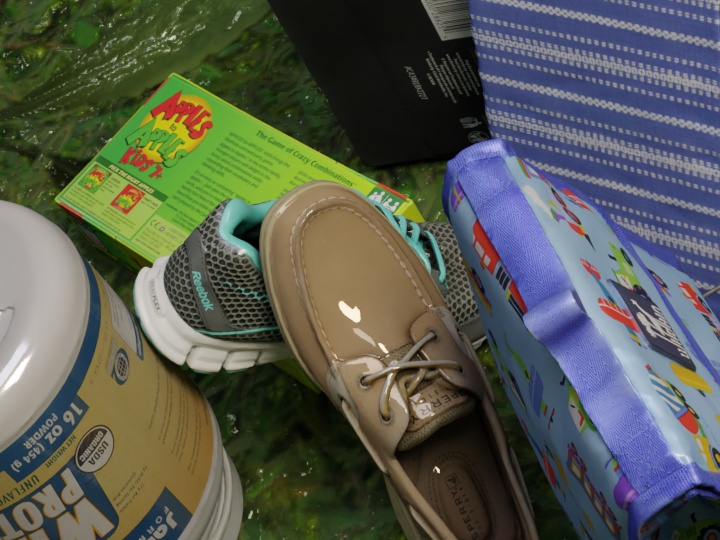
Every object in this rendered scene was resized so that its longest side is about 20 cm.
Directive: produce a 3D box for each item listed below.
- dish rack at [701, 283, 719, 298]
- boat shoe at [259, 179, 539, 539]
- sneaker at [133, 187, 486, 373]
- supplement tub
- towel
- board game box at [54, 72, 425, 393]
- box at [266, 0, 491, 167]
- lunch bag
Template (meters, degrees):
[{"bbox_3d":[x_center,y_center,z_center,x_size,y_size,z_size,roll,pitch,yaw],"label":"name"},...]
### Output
[{"bbox_3d":[0.185,0.067,0.819,0.200,0.055,0.153,-33,60,7],"label":"dish rack"},{"bbox_3d":[0.025,0.050,0.833,0.071,0.200,0.065,-34,16,-14],"label":"boat shoe"},{"bbox_3d":[0.000,0.000,0.894,0.200,0.091,0.078,-6,62,-30],"label":"sneaker"},{"bbox_3d":[-0.152,0.077,0.902,0.145,0.200,0.145,-14,51,18],"label":"supplement tub"},{"bbox_3d":[0.117,-0.068,0.881,0.145,0.200,0.024,17,43,37],"label":"towel"},{"bbox_3d":[-0.064,-0.025,1.035,0.200,0.048,0.102,30,73,39],"label":"board game box"},{"bbox_3d":[0.047,-0.181,1.027,0.124,0.149,0.200,-5,53,22],"label":"box"},{"bbox_3d":[0.093,0.044,0.720,0.094,0.200,0.151,-31,62,9],"label":"lunch bag"}]
